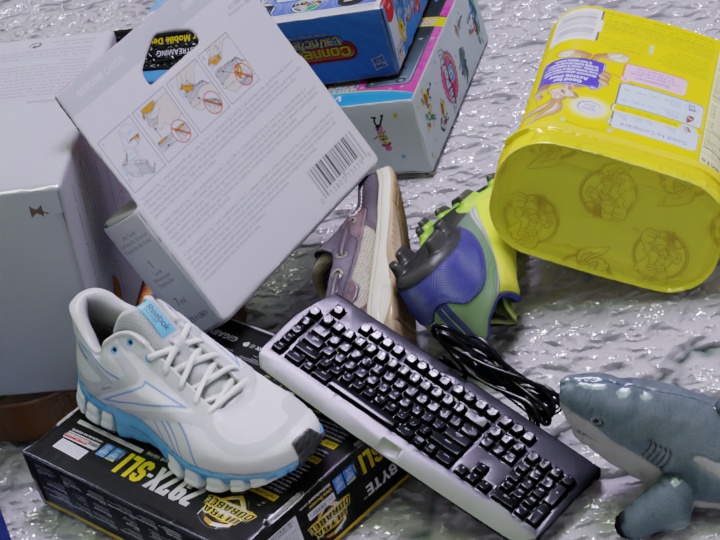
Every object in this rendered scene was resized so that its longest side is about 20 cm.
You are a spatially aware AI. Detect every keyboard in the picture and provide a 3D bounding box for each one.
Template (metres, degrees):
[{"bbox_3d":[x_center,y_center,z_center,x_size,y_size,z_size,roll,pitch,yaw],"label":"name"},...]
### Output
[{"bbox_3d":[0.045,0.067,1.273,0.200,0.040,0.104,33,51,20],"label":"keyboard"}]

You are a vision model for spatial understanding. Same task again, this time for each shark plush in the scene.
[{"bbox_3d":[0.206,0.092,1.192,0.199,0.084,0.091,5,38,31],"label":"shark plush"}]

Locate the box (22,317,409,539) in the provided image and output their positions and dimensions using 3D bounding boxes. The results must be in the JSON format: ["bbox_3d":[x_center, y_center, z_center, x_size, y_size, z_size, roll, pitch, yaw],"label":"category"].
[{"bbox_3d":[-0.079,0.106,1.334,0.199,0.050,0.160,18,48,42],"label":"box"}]

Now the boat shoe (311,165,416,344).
[{"bbox_3d":[0.000,0.000,1.442,0.064,0.072,0.200,-10,36,7],"label":"boat shoe"}]

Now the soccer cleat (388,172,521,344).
[{"bbox_3d":[0.075,-0.004,1.430,0.065,0.084,0.200,-35,5,25],"label":"soccer cleat"}]

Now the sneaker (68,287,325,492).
[{"bbox_3d":[-0.105,0.062,1.290,0.199,0.087,0.075,18,44,40],"label":"sneaker"}]

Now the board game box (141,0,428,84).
[{"bbox_3d":[-0.049,-0.207,1.680,0.199,0.056,0.196,-6,33,20],"label":"board game box"}]

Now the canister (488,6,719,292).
[{"bbox_3d":[0.173,-0.085,1.451,0.148,0.087,0.200,16,35,5],"label":"canister"}]

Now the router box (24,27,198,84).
[{"bbox_3d":[-0.166,-0.095,1.592,0.199,0.150,0.051,-5,-3,18],"label":"router box"}]

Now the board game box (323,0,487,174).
[{"bbox_3d":[0.000,-0.144,1.671,0.147,0.064,0.200,-5,34,20],"label":"board game box"}]

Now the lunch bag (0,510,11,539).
[{"bbox_3d":[-0.322,0.140,1.318,0.170,0.128,0.200,-31,44,-22],"label":"lunch bag"}]

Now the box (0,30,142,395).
[{"bbox_3d":[-0.209,-0.039,1.444,0.106,0.153,0.200,-5,33,9],"label":"box"}]

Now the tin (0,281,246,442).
[{"bbox_3d":[-0.169,0.049,1.474,0.199,0.042,0.112,-24,29,-12],"label":"tin"}]

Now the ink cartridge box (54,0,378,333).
[{"bbox_3d":[-0.097,-0.081,1.429,0.043,0.174,0.200,-27,14,45],"label":"ink cartridge box"}]
